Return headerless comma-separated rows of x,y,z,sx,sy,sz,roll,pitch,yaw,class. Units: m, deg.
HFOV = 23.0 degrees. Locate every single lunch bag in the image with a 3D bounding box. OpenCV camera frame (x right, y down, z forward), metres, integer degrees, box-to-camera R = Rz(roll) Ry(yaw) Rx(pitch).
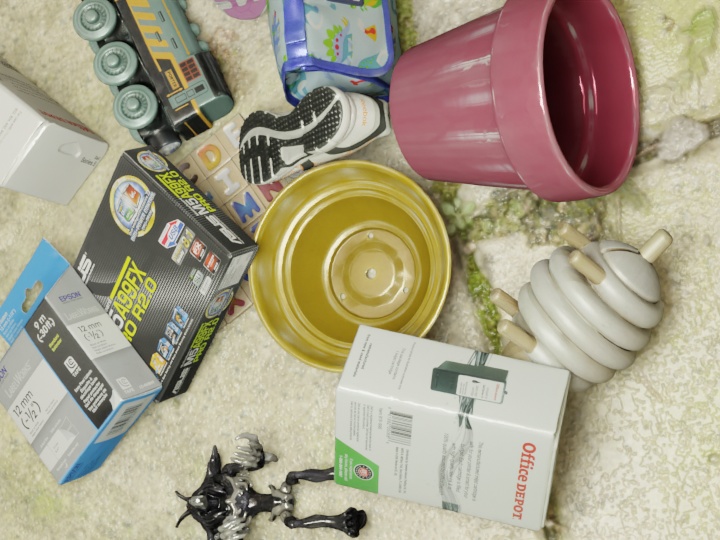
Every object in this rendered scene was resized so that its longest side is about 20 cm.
-0.034,-0.250,1.665,0.127,0.200,0.171,-8,81,17,lunch bag

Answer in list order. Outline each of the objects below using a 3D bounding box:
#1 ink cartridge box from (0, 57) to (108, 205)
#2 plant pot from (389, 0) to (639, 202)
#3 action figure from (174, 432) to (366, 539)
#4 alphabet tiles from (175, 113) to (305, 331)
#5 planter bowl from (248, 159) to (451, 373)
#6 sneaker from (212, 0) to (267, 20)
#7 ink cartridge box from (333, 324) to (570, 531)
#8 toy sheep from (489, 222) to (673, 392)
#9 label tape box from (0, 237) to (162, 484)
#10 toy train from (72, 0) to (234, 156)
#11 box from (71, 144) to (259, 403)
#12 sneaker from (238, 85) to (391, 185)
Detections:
-0.375,-0.162,1.796,0.200,0.145,0.084,38,97,18,ink cartridge box
0.134,-0.155,1.616,0.178,0.200,0.201,-7,82,33,plant pot
-0.100,0.216,1.692,0.199,0.102,0.119,-7,69,17,action figure
-0.128,-0.053,1.778,0.200,0.008,0.167,-38,74,12,alphabet tiles
0.000,0.000,1.690,0.200,0.083,0.201,-2,83,18,planter bowl
-0.122,-0.354,1.772,0.080,0.088,0.201,-8,104,15,sneaker
0.082,0.143,1.597,0.199,0.147,0.083,13,47,9,ink cartridge box
0.203,0.034,1.595,0.200,0.138,0.138,-43,73,23,toy sheep
-0.305,0.090,1.764,0.200,0.066,0.143,50,126,14,label tape box
-0.210,-0.215,1.786,0.114,0.085,0.201,-26,75,2,toy train
-0.201,0.005,1.729,0.160,0.044,0.200,43,124,20,box
-0.047,-0.124,1.695,0.200,0.080,0.074,-11,81,53,sneaker
